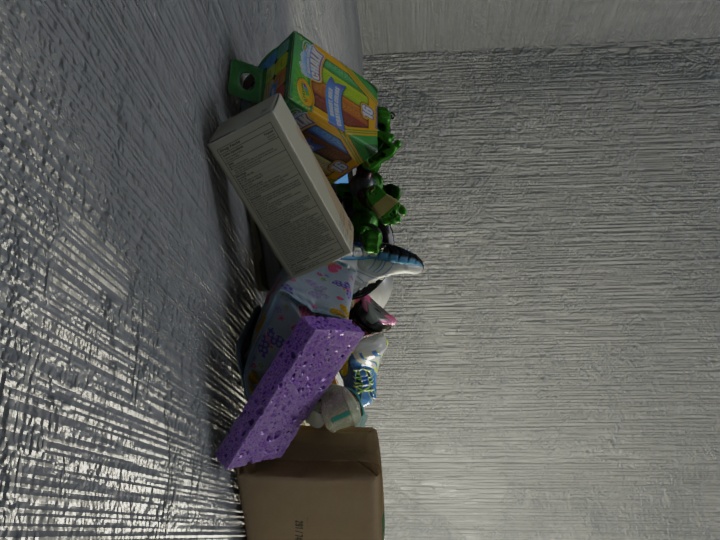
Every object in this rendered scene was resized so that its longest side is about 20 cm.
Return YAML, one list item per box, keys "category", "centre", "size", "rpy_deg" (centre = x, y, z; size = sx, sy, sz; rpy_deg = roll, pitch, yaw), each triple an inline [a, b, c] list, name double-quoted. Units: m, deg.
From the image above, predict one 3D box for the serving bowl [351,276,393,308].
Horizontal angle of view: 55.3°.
- category: "serving bowl"
  centre: [-0.038, 0.030, 1.314]
  size: [0.066, 0.197, 0.202]
  rpy_deg: [-75, 164, -55]

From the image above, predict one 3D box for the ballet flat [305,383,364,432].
- category: "ballet flat"
  centre: [-0.054, 0.180, 0.927]
  size: [0.068, 0.062, 0.200]
  rpy_deg: [65, -19, 0]

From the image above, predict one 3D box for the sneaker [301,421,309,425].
- category: "sneaker"
  centre: [-0.113, 0.217, 1.053]
  size: [0.201, 0.074, 0.086]
  rpy_deg: [107, -14, -62]

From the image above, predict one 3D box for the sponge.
- category: "sponge"
  centre: [-0.082, 0.143, 0.816]
  size: [0.201, 0.030, 0.111]
  rpy_deg: [-56, 152, 11]

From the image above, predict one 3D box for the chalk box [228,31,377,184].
- category: "chalk box"
  centre: [-0.087, -0.223, 0.936]
  size: [0.199, 0.123, 0.126]
  rpy_deg: [24, 53, -36]

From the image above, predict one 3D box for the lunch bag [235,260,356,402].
- category: "lunch bag"
  centre: [-0.097, 0.089, 0.952]
  size: [0.170, 0.126, 0.202]
  rpy_deg: [-79, -166, -65]

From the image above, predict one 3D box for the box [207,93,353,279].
- category: "box"
  centre: [-0.092, -0.101, 0.844]
  size: [0.078, 0.094, 0.201]
  rpy_deg: [-87, 153, -61]

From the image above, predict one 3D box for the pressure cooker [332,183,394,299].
- category: "pressure cooker"
  centre: [-0.050, -0.047, 1.165]
  size: [0.179, 0.175, 0.200]
  rpy_deg: [54, -14, -16]

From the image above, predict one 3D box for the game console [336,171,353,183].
- category: "game console"
  centre: [-0.077, -0.160, 1.344]
  size: [0.201, 0.116, 0.172]
  rpy_deg: [83, 7, -50]

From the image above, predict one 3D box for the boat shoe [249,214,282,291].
- category: "boat shoe"
  centre: [-0.124, -0.067, 1.015]
  size: [0.075, 0.067, 0.203]
  rpy_deg: [-82, 170, -66]

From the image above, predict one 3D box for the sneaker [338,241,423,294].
- category: "sneaker"
  centre: [0.000, 0.000, 1.052]
  size: [0.075, 0.197, 0.088]
  rpy_deg: [-136, -127, -70]

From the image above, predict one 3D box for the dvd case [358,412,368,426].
- category: "dvd case"
  centre: [-0.059, 0.293, 1.178]
  size: [0.199, 0.022, 0.148]
  rpy_deg: [0, -111, 66]

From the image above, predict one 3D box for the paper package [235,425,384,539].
- category: "paper package"
  centre: [-0.061, 0.318, 0.939]
  size: [0.104, 0.188, 0.202]
  rpy_deg: [-81, 170, -62]

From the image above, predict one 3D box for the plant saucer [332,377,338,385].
- category: "plant saucer"
  centre: [-0.088, 0.186, 1.130]
  size: [0.200, 0.037, 0.202]
  rpy_deg: [45, -37, 48]

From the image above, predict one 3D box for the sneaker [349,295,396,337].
- category: "sneaker"
  centre: [0.002, 0.094, 1.188]
  size: [0.096, 0.079, 0.200]
  rpy_deg: [-48, -179, -3]

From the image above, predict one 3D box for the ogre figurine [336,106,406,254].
- category: "ogre figurine"
  centre: [0.016, -0.125, 1.012]
  size: [0.120, 0.097, 0.203]
  rpy_deg: [159, -84, -77]

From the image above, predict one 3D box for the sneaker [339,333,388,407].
- category: "sneaker"
  centre: [0.011, 0.169, 1.140]
  size: [0.200, 0.075, 0.106]
  rpy_deg: [132, -59, -72]
